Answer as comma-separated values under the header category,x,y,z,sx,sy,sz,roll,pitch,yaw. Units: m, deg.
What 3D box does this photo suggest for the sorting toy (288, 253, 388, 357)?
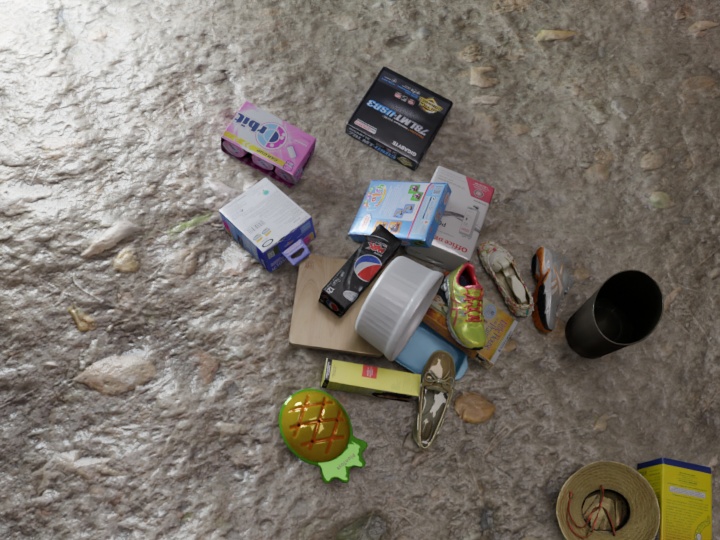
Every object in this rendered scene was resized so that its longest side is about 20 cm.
category,x,y,z,sx,sy,sz,roll,pitch,yaw
sorting toy,-0.045,0.082,1.583,0.197,0.070,0.201,8,68,-5

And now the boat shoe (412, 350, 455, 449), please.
category,x,y,z,sx,sy,sz,roll,pitch,yaw
boat shoe,0.151,0.264,1.515,0.073,0.063,0.202,17,86,1

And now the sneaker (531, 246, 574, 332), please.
category,x,y,z,sx,sy,sz,roll,pitch,yaw
sneaker,0.441,0.045,1.669,0.091,0.076,0.201,10,69,-9

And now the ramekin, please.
category,x,y,z,sx,sy,sz,roll,pitch,yaw
ramekin,0.074,0.069,1.467,0.097,0.201,0.201,32,68,11

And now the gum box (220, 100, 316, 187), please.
category,x,y,z,sx,sy,sz,roll,pitch,yaw
gum box,-0.206,-0.287,1.703,0.199,0.066,0.114,28,67,3

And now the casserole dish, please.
category,x,y,z,sx,sy,sz,roll,pitch,yaw
casserole dish,0.136,0.170,1.592,0.199,0.039,0.121,31,68,5

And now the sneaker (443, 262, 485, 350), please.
category,x,y,z,sx,sy,sz,roll,pitch,yaw
sneaker,0.226,0.071,1.557,0.078,0.090,0.201,2,56,-22

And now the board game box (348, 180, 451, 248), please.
category,x,y,z,sx,sy,sz,roll,pitch,yaw
board game box,0.087,-0.129,1.644,0.199,0.037,0.152,8,63,33

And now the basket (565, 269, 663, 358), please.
category,x,y,z,sx,sy,sz,roll,pitch,yaw
basket,0.529,0.110,1.586,0.136,0.200,0.180,41,68,9

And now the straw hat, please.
category,x,y,z,sx,sy,sz,roll,pitch,yaw
straw hat,0.492,0.486,1.498,0.200,0.085,0.202,-2,69,6

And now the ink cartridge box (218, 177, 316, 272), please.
category,x,y,z,sx,sy,sz,roll,pitch,yaw
ink cartridge box,-0.191,-0.091,1.592,0.136,0.077,0.200,-38,57,-19

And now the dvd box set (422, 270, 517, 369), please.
category,x,y,z,sx,sy,sz,roll,pitch,yaw
dvd box set,0.232,0.105,1.613,0.200,0.029,0.146,37,50,7

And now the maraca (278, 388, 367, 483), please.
category,x,y,z,sx,sy,sz,roll,pitch,yaw
maraca,-0.074,0.325,1.463,0.137,0.107,0.200,-39,79,-20

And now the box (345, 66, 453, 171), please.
category,x,y,z,sx,sy,sz,roll,pitch,yaw
box,0.094,-0.370,1.791,0.199,0.050,0.199,29,67,4

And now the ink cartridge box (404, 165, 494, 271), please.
category,x,y,z,sx,sy,sz,roll,pitch,yaw
ink cartridge box,0.205,-0.115,1.688,0.146,0.083,0.201,22,67,0

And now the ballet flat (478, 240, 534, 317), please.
category,x,y,z,sx,sy,sz,roll,pitch,yaw
ballet flat,0.334,0.011,1.667,0.075,0.064,0.201,-29,75,-7

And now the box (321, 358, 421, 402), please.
category,x,y,z,sx,sy,sz,roll,pitch,yaw
box,0.021,0.229,1.533,0.199,0.075,0.050,11,67,-3

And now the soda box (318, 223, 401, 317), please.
category,x,y,z,sx,sy,sz,roll,pitch,yaw
soda box,0.000,0.000,1.545,0.063,0.071,0.200,38,68,6

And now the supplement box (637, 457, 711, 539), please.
category,x,y,z,sx,sy,sz,roll,pitch,yaw
supplement box,0.634,0.495,1.502,0.109,0.109,0.201,12,68,-3
